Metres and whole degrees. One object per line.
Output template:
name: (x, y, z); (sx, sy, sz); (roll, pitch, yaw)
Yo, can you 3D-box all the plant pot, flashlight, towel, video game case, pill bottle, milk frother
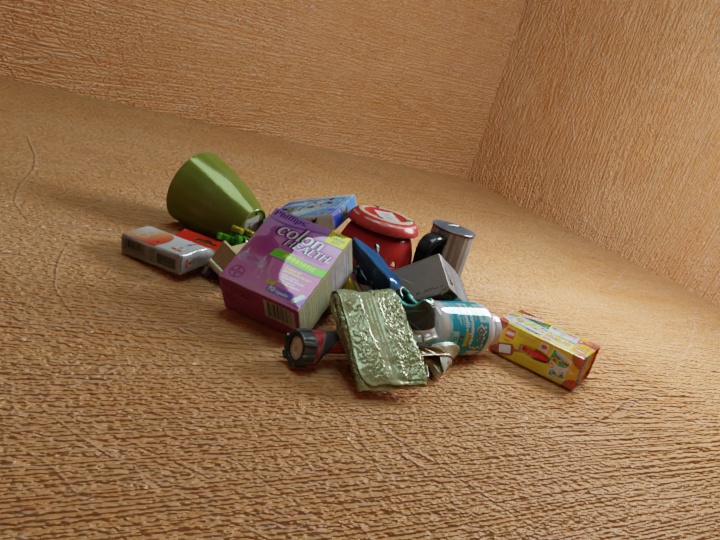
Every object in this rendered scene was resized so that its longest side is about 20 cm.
plant pot: (0.033, -0.052, 1.798); (0.198, 0.185, 0.201); (14, 17, -4)
flashlight: (-0.042, 0.139, 1.310); (0.198, 0.068, 0.068); (10, 25, -43)
towel: (0.032, 0.117, 1.295); (0.147, 0.037, 0.202); (0, 55, -30)
video game case: (-0.120, -0.138, 1.834); (0.179, 0.046, 0.200); (-5, 17, 17)
plant pot: (-0.331, -0.154, 1.792); (0.199, 0.189, 0.187); (34, 21, 21)
pill bottle: (0.199, 0.119, 1.530); (0.198, 0.112, 0.111); (4, 21, -38)
milk frother: (0.228, 0.002, 1.802); (0.198, 0.190, 0.180); (22, 18, 18)

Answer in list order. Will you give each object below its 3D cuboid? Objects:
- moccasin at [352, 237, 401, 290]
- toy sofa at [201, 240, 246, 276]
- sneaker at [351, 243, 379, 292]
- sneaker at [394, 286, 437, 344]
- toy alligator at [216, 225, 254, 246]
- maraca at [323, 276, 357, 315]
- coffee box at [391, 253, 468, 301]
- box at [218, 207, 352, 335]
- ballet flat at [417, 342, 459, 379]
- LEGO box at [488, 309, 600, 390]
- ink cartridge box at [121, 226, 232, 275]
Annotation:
moccasin: (0.011, -0.002, 1.523); (0.080, 0.068, 0.200); (30, 14, -30)
toy sofa: (-0.243, -0.014, 1.591); (0.083, 0.098, 0.200); (44, 21, 9)
sneaker: (0.000, 0.000, 1.650); (0.199, 0.141, 0.077); (31, 14, 34)
sneaker: (0.063, 0.073, 1.413); (0.198, 0.093, 0.077); (13, 12, 30)
toy alligator: (-0.256, -0.060, 1.722); (0.054, 0.060, 0.199); (25, 5, 28)
maraca: (-0.099, 0.030, 1.522); (0.197, 0.108, 0.137); (14, 6, 2)
coffee box: (0.152, 0.042, 1.584); (0.112, 0.081, 0.200); (-20, -20, 14)
box: (-0.136, 0.005, 1.407); (0.174, 0.097, 0.201); (23, 53, 19)
ballet flat: (0.119, 0.174, 1.384); (0.198, 0.071, 0.066); (1, 50, -38)
LEGO box: (0.405, 0.170, 1.635); (0.198, 0.078, 0.148); (26, 18, 27)
ink cartridge box: (-0.373, -0.059, 1.563); (0.161, 0.051, 0.200); (19, 27, 23)
